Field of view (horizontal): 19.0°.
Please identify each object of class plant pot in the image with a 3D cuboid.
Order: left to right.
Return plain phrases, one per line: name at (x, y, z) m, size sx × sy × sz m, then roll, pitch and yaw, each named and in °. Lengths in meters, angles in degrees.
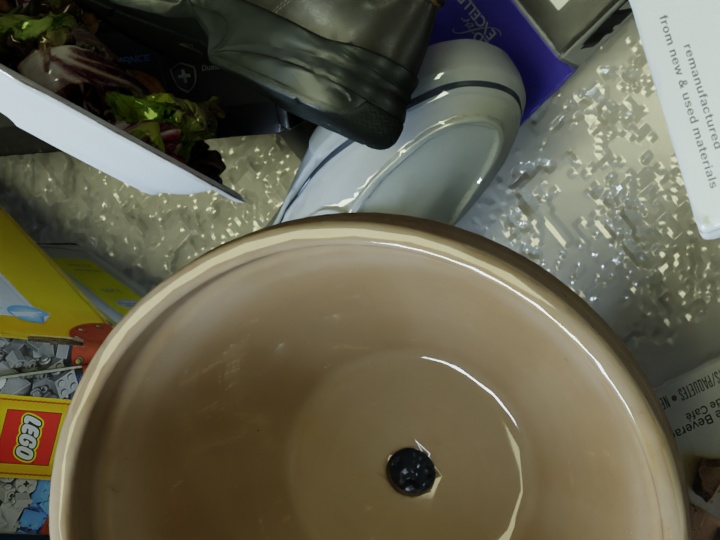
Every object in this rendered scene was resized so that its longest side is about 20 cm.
plant pot at (0.009, 0.075, 0.698) m, size 0.201 × 0.093 × 0.201 m, roll 2°, pitch 102°, yaw 12°

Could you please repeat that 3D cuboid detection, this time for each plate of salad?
plate of salad at (-0.124, -0.081, 0.758) m, size 0.200 × 0.200 × 0.048 m, roll 29°, pitch 90°, yaw 25°

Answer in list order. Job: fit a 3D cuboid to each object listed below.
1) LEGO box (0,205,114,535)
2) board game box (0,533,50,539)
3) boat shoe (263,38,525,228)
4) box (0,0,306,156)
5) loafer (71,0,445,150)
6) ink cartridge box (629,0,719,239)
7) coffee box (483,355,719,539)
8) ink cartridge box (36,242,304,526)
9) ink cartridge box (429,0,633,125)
LEGO box at (-0.193, 0.020, 0.822) m, size 0.200 × 0.149 × 0.077 m, roll 39°, pitch 117°, yaw 55°
board game box at (-0.197, 0.096, 0.817) m, size 0.200 × 0.158 × 0.039 m, roll 31°, pitch 107°, yaw 57°
boat shoe at (0.000, 0.000, 0.808) m, size 0.200 × 0.074 × 0.067 m, roll -49°, pitch 44°, yaw 38°
box at (-0.119, -0.148, 0.856) m, size 0.200 × 0.050 × 0.199 m, roll -1°, pitch 110°, yaw 31°
loafer at (-0.055, -0.112, 0.773) m, size 0.200 × 0.073 × 0.072 m, roll 27°, pitch 89°, yaw 25°
ink cartridge box at (0.203, -0.081, 0.640) m, size 0.200 × 0.145 × 0.084 m, roll -18°, pitch 86°, yaw 31°
coffee box at (0.113, 0.099, 0.753) m, size 0.200 × 0.080 × 0.113 m, roll -29°, pitch 80°, yaw 30°
ink cartridge box at (-0.096, 0.109, 0.845) m, size 0.200 × 0.047 × 0.198 m, roll 31°, pitch 116°, yaw 59°
ink cartridge box at (0.050, -0.179, 0.779) m, size 0.200 × 0.043 × 0.198 m, roll -45°, pitch 73°, yaw 28°
